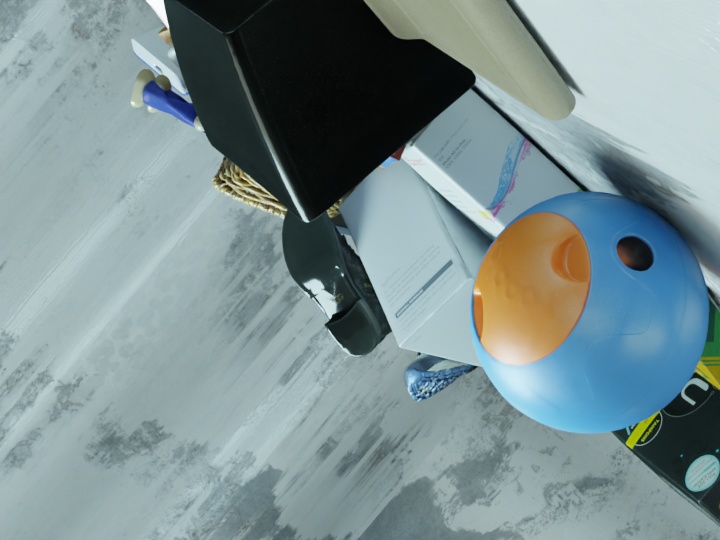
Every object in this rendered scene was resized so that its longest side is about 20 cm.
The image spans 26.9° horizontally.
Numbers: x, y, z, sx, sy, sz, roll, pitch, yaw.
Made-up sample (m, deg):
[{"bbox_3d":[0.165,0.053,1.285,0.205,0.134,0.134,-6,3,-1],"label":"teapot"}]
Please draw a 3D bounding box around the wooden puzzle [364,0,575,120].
[{"bbox_3d":[0.057,-0.201,1.106,0.200,0.037,0.185,35,175,43],"label":"wooden puzzle"}]

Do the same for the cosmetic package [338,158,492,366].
[{"bbox_3d":[0.110,-0.012,1.629,0.198,0.123,0.201,16,-140,-42],"label":"cosmetic package"}]

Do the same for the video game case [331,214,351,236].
[{"bbox_3d":[0.048,-0.092,1.794,0.198,0.144,0.019,12,147,-18],"label":"video game case"}]

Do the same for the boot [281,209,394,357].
[{"bbox_3d":[0.000,0.000,1.689,0.201,0.069,0.174,65,-152,-2],"label":"boot"}]

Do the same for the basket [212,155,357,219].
[{"bbox_3d":[-0.050,-0.149,1.739,0.142,0.201,0.149,39,143,-23],"label":"basket"}]

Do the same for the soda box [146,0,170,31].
[{"bbox_3d":[-0.123,-0.223,1.425,0.200,0.068,0.064,51,-145,-50],"label":"soda box"}]

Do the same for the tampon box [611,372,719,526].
[{"bbox_3d":[0.393,0.184,1.614,0.126,0.150,0.200,40,180,-25],"label":"tampon box"}]

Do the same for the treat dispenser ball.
[{"bbox_3d":[0.191,0.035,1.263,0.201,0.201,0.201,41,179,0],"label":"treat dispenser ball"}]

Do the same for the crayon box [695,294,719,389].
[{"bbox_3d":[0.316,0.048,1.500,0.127,0.051,0.200,40,179,41],"label":"crayon box"}]

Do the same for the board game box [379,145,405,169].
[{"bbox_3d":[-0.013,-0.133,1.494,0.102,0.020,0.200,26,180,-4],"label":"board game box"}]

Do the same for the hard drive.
[{"bbox_3d":[-0.141,-0.265,1.698,0.132,0.199,0.026,40,148,45],"label":"hard drive"}]

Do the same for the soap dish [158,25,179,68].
[{"bbox_3d":[-0.087,-0.235,1.551,0.199,0.082,0.157,-13,139,41],"label":"soap dish"}]

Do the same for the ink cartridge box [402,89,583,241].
[{"bbox_3d":[0.135,-0.089,1.487,0.200,0.088,0.145,40,179,-7],"label":"ink cartridge box"}]

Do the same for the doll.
[{"bbox_3d":[-0.140,-0.151,1.551,0.199,0.049,0.136,23,-174,17],"label":"doll"}]

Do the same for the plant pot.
[{"bbox_3d":[-0.055,-0.198,1.299,0.200,0.199,0.178,40,167,48],"label":"plant pot"}]

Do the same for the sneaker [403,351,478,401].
[{"bbox_3d":[0.090,0.083,1.682,0.085,0.077,0.200,54,-152,7],"label":"sneaker"}]
